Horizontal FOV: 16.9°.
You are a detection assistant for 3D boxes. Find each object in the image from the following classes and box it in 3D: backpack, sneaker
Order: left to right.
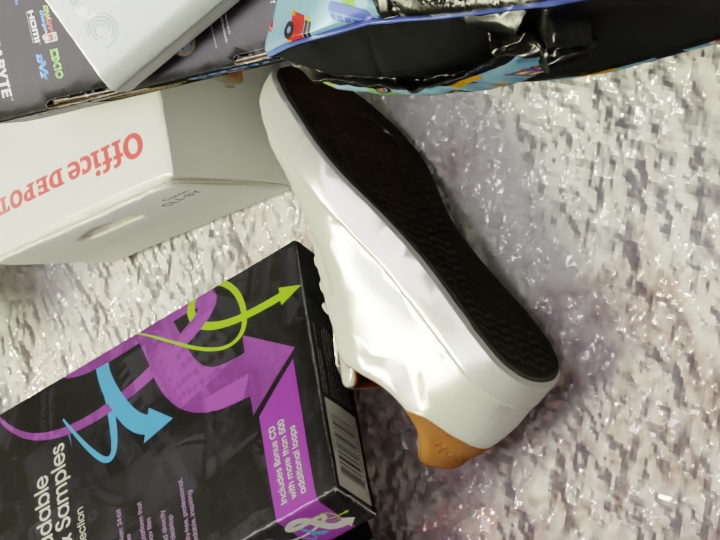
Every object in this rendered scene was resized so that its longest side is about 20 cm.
[{"bbox_3d":[0.000,0.000,1.053,0.085,0.073,0.200,-51,57,30],"label":"sneaker"},{"bbox_3d":[0.060,-0.135,0.919,0.200,0.182,0.135,-6,93,50],"label":"backpack"}]

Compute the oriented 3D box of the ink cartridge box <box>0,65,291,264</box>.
[{"bbox_3d":[-0.122,-0.115,1.174,0.145,0.083,0.200,-21,74,43],"label":"ink cartridge box"}]

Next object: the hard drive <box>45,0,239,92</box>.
[{"bbox_3d":[-0.064,-0.187,1.006,0.200,0.026,0.132,-38,84,18],"label":"hard drive"}]

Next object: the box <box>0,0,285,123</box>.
[{"bbox_3d":[-0.093,-0.179,1.053,0.198,0.050,0.200,-12,93,18],"label":"box"}]

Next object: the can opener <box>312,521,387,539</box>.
[{"bbox_3d":[0.000,0.190,1.055,0.079,0.063,0.200,-41,58,39],"label":"can opener"}]

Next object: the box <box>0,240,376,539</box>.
[{"bbox_3d":[-0.091,0.091,1.100,0.200,0.036,0.143,-32,46,22],"label":"box"}]
